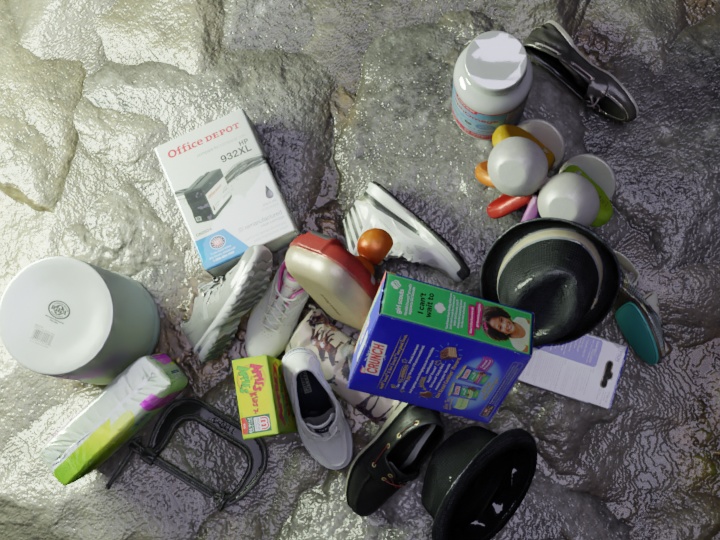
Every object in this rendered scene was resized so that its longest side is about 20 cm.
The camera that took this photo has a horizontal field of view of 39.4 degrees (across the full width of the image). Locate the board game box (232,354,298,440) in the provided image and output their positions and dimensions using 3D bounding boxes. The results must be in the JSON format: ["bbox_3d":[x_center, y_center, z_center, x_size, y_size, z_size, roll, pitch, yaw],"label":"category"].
[{"bbox_3d":[-0.125,0.173,1.363,0.048,0.200,0.102,-10,81,2],"label":"board game box"}]

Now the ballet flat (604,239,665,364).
[{"bbox_3d":[0.380,0.035,1.417,0.072,0.072,0.200,-35,82,-1],"label":"ballet flat"}]

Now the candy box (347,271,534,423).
[{"bbox_3d":[0.100,0.103,1.296,0.200,0.169,0.077,15,49,-6],"label":"candy box"}]

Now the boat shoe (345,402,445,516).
[{"bbox_3d":[0.044,0.263,1.375,0.074,0.063,0.202,22,111,-30],"label":"boat shoe"}]

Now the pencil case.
[{"bbox_3d":[-0.015,0.133,1.423,0.200,0.078,0.089,36,81,8],"label":"pencil case"}]

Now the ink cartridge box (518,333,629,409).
[{"bbox_3d":[0.269,0.122,1.426,0.200,0.037,0.095,18,83,9],"label":"ink cartridge box"}]

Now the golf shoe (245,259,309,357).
[{"bbox_3d":[-0.112,0.041,1.438,0.075,0.092,0.200,26,86,6],"label":"golf shoe"}]

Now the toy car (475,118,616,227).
[{"bbox_3d":[0.252,-0.109,1.413,0.200,0.175,0.150,36,120,8],"label":"toy car"}]

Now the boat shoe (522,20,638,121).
[{"bbox_3d":[0.316,-0.278,1.463,0.057,0.067,0.200,-38,74,-12],"label":"boat shoe"}]

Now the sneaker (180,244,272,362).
[{"bbox_3d":[-0.198,0.036,1.424,0.082,0.075,0.200,42,113,16],"label":"sneaker"}]

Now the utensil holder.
[{"bbox_3d":[-0.387,0.070,1.397,0.170,0.200,0.170,-1,81,4],"label":"utensil holder"}]

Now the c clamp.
[{"bbox_3d":[-0.241,0.277,1.448,0.200,0.027,0.171,24,79,8],"label":"c clamp"}]

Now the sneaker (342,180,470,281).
[{"bbox_3d":[0.056,-0.026,1.453,0.200,0.076,0.115,41,95,16],"label":"sneaker"}]

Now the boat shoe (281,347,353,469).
[{"bbox_3d":[-0.059,0.203,1.378,0.073,0.065,0.200,-25,115,-1],"label":"boat shoe"}]

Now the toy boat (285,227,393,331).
[{"bbox_3d":[0.000,0.000,1.373,0.130,0.200,0.131,21,69,45],"label":"toy boat"}]

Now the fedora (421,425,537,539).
[{"bbox_3d":[0.148,0.286,1.370,0.201,0.201,0.092,-52,48,-4],"label":"fedora"}]

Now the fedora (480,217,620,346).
[{"bbox_3d":[0.242,0.033,1.322,0.200,0.092,0.201,9,122,15],"label":"fedora"}]

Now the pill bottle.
[{"bbox_3d":[0.183,-0.259,1.403,0.109,0.200,0.109,-1,81,4],"label":"pill bottle"}]

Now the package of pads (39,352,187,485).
[{"bbox_3d":[-0.338,0.200,1.398,0.200,0.155,0.068,-43,88,-3],"label":"package of pads"}]

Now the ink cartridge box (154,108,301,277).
[{"bbox_3d":[-0.192,-0.112,1.468,0.145,0.084,0.200,-24,81,1],"label":"ink cartridge box"}]
